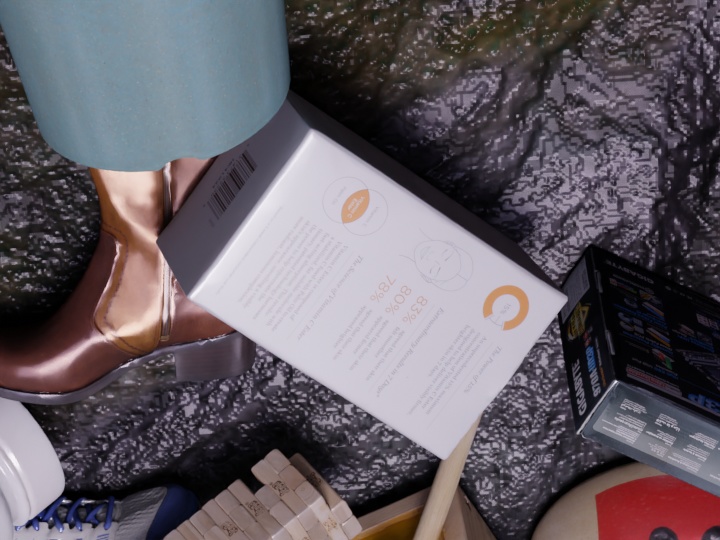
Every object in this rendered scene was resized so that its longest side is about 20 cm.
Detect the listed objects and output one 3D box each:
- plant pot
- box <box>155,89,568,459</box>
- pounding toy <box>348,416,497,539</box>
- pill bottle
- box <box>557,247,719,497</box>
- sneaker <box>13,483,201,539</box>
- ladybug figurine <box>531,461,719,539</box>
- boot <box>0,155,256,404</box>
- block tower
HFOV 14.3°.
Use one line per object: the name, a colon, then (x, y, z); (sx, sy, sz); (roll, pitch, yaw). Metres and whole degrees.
plant pot: (-0.126, -0.173, 1.579); (0.200, 0.200, 0.196); (-7, 127, 2)
box: (0.000, 0.000, 1.695); (0.200, 0.097, 0.124); (33, 99, -25)
pounding toy: (0.029, 0.212, 1.807); (0.200, 0.184, 0.142); (-25, 129, 12)
pill bottle: (-0.283, 0.158, 1.742); (0.200, 0.113, 0.113); (-38, 121, -27)
box: (0.219, 0.078, 1.736); (0.200, 0.159, 0.046); (24, 117, -15)
sneaker: (-0.201, 0.176, 1.828); (0.200, 0.075, 0.088); (-27, 111, 9)
ladybug figurine: (0.209, 0.187, 1.845); (0.200, 0.072, 0.136); (-8, 119, 3)
boot: (-0.156, -0.022, 1.722); (0.188, 0.069, 0.200); (-3, 118, 1)
block tower: (-0.099, 0.194, 1.774); (0.200, 0.058, 0.054); (-40, 139, -9)
